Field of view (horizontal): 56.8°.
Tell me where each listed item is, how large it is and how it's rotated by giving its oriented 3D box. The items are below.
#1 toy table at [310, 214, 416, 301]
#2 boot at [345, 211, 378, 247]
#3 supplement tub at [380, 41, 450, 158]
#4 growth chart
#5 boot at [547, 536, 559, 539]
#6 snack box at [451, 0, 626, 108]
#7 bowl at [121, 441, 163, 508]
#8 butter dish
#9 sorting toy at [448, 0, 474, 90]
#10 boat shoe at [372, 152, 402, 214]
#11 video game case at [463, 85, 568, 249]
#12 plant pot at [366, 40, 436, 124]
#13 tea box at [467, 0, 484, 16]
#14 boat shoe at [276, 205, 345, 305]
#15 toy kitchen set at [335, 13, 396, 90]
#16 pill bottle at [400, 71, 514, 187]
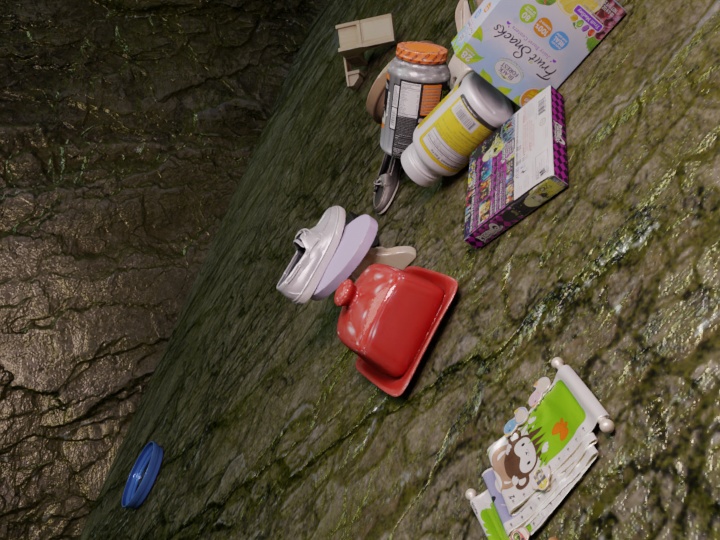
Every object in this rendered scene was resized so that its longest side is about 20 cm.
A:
[{"bbox_3d":[0.000,0.000,1.216,0.200,0.116,0.185,-39,29,42],"label":"toy table"},{"bbox_3d":[-0.025,-0.037,1.408,0.132,0.067,0.200,-60,13,14],"label":"boot"},{"bbox_3d":[0.105,-0.324,1.275,0.123,0.121,0.202,-101,16,-59],"label":"supplement tub"},{"bbox_3d":[0.181,0.197,0.698,0.201,0.018,0.145,-57,21,6],"label":"growth chart"},{"bbox_3d":[0.204,0.276,0.520,0.200,0.068,0.190,-136,69,-76],"label":"boot"},{"bbox_3d":[0.265,-0.367,1.009,0.200,0.167,0.068,-48,23,31],"label":"snack box"},{"bbox_3d":[-0.660,0.623,2.024,0.201,0.039,0.202,-48,24,30],"label":"bowl"},{"bbox_3d":[0.025,0.064,1.036,0.201,0.147,0.200,-61,21,-3],"label":"butter dish"},{"bbox_3d":[0.206,-0.384,1.276,0.180,0.106,0.202,130,150,-56],"label":"sorting toy"},{"bbox_3d":[0.058,-0.218,1.439,0.067,0.057,0.202,-16,48,61],"label":"boat shoe"},{"bbox_3d":[0.230,-0.155,1.002,0.181,0.036,0.202,-39,30,43],"label":"video game case"},{"bbox_3d":[0.115,-0.370,1.399,0.200,0.093,0.201,-38,-16,-13],"label":"plant pot"},{"bbox_3d":[0.270,-0.489,1.083,0.197,0.135,0.198,-15,35,11],"label":"tea box"},{"bbox_3d":[-0.092,-0.039,1.217,0.202,0.068,0.072,-64,22,-11],"label":"boat shoe"},{"bbox_3d":[0.038,-0.661,2.053,0.200,0.178,0.166,-15,-82,-75],"label":"toy kitchen set"},{"bbox_3d":[0.161,-0.236,1.158,0.200,0.111,0.112,-40,29,41],"label":"pill bottle"}]
